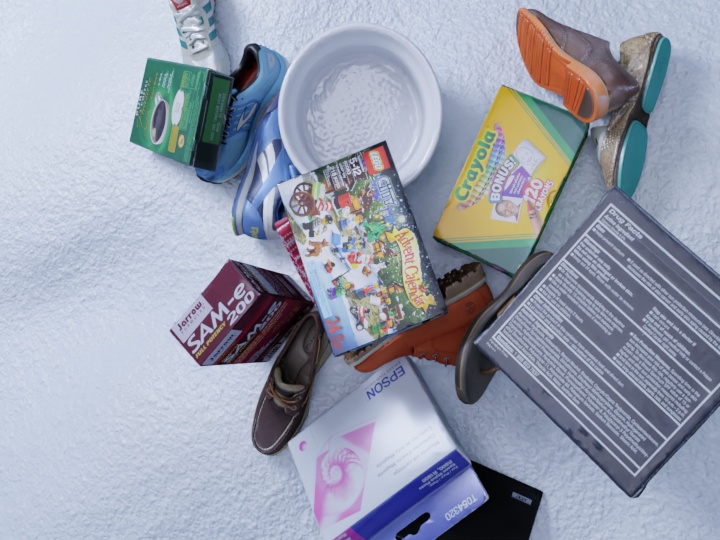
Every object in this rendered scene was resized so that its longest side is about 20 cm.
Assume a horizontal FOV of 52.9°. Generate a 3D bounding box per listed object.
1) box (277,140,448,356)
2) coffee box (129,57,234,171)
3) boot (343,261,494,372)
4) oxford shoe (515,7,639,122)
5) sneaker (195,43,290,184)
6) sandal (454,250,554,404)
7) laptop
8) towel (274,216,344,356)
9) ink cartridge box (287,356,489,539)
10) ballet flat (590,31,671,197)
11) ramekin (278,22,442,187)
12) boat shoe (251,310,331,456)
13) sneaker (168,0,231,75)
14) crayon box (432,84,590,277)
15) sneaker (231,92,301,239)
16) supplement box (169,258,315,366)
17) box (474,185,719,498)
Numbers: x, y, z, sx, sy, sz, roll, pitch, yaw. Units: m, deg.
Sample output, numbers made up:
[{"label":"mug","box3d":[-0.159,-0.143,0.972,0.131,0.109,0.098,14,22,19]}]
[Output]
[{"label":"box","box3d":[0.002,-0.024,0.807,0.134,0.038,0.204,-21,81,5]},{"label":"coffee box","box3d":[-0.242,-0.212,0.964,0.198,0.043,0.126,23,102,48]},{"label":"boot","box3d":[0.079,0.085,0.861,0.197,0.075,0.109,-28,102,-5]},{"label":"oxford shoe","box3d":[0.250,-0.252,0.859,0.071,0.072,0.202,-20,55,-9]},{"label":"sneaker","box3d":[-0.174,-0.215,0.971,0.077,0.090,0.203,28,90,29]},{"label":"sandal","box3d":[0.176,0.068,0.824,0.201,0.082,0.054,-48,42,-11]},{"label":"laptop","box3d":[0.105,0.342,0.883,0.174,0.103,0.205,19,115,17]},{"label":"towel","box3d":[0.000,0.000,0.881,0.142,0.023,0.203,-25,112,4]},{"label":"ink cartridge box","box3d":[0.024,0.235,0.861,0.195,0.043,0.202,-39,50,9]},{"label":"ballet flat","box3d":[0.311,-0.180,0.857,0.064,0.070,0.205,14,85,43]},{"label":"ramekin","box3d":[0.001,-0.191,0.896,0.195,0.098,0.206,0,96,1]},{"label":"boat shoe","box3d":[-0.093,0.144,0.926,0.071,0.072,0.203,29,93,16]},{"label":"sneaker","box3d":[-0.236,-0.344,1.005,0.069,0.093,0.205,-12,81,14]},{"label":"crayon box","box3d":[0.183,-0.105,0.879,0.117,0.058,0.204,25,92,16]},{"label":"sneaker","box3d":[-0.108,-0.135,0.962,0.080,0.074,0.205,15,89,7]},{"label":"supplement box","box3d":[-0.135,0.055,0.880,0.061,0.200,0.109,43,96,15]},{"label":"box","box3d":[0.251,0.067,0.706,0.200,0.123,0.199,44,97,13]}]
